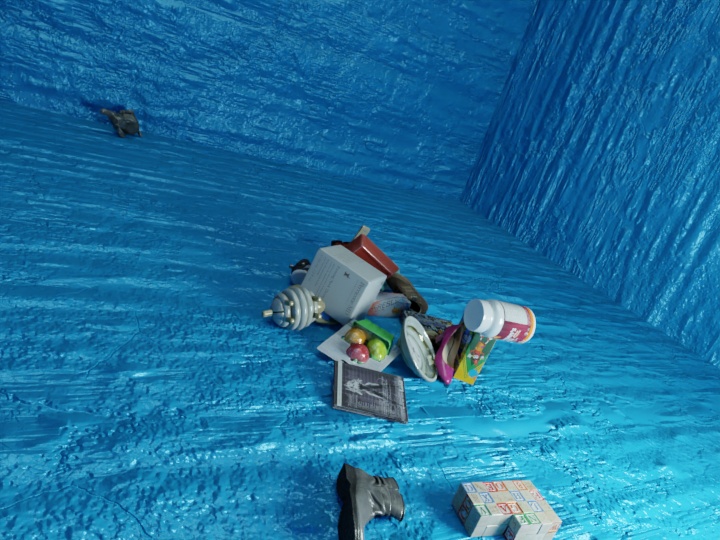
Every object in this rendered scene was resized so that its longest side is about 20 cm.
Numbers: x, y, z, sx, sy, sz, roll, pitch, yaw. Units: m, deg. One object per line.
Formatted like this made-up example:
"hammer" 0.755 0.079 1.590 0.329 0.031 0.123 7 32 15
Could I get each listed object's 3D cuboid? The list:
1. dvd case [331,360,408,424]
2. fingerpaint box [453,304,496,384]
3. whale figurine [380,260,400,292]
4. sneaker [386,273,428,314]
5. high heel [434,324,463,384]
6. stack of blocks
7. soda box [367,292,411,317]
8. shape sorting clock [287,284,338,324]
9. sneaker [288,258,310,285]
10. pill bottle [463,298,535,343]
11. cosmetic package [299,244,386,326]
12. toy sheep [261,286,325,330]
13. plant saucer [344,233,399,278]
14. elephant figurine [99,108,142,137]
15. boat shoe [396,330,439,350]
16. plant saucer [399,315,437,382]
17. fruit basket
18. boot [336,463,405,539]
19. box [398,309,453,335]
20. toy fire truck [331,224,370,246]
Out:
"dvd case" 0.024 0.310 1.409 0.197 0.016 0.150 16 34 -12
"fingerpaint box" 0.343 0.229 1.732 0.072 0.169 0.201 21 21 -4
"whale figurine" 0.083 0.017 2.119 0.157 0.105 0.200 24 23 11
"sneaker" 0.165 0.087 2.014 0.199 0.071 0.075 41 30 8
"high heel" 0.276 0.247 1.669 0.067 0.096 0.202 37 32 -29
"stack of blocks" 0.304 0.506 1.153 0.197 0.059 0.115 10 23 -26
"soda box" 0.076 0.117 1.919 0.197 0.065 0.068 5 24 -32
"shape sorting clock" -0.147 0.110 1.766 0.198 0.040 0.200 28 17 -9
"sneaker" -0.157 0.010 1.953 0.197 0.077 0.114 8 26 -23
"pill bottle" 0.404 0.145 1.605 0.197 0.111 0.110 12 21 -28
"cosmetic package" -0.055 0.043 1.747 0.198 0.169 0.166 33 16 16
"toy sheep" -0.192 0.110 1.599 0.197 0.140 0.138 -1 28 -33
"plant saucer" 0.000 0.000 1.876 0.199 0.199 0.037 41 25 -28
"elephant figurine" -1.228 -0.758 2.840 0.152 0.144 0.200 1 16 -6
"boat shoe" 0.196 0.231 1.738 0.198 0.073 0.072 8 21 -46
"plant saucer" 0.161 0.237 1.624 0.200 0.050 0.202 49 27 -34
"fruit basket" 0.001 0.228 1.571 0.183 0.095 0.200 28 38 21
"boot" 0.027 0.450 1.037 0.130 0.071 0.201 21 24 -13
"box" 0.241 0.201 1.894 0.197 0.040 0.137 14 22 -17
"toy fire truck" -0.006 -0.090 2.143 0.173 0.131 0.199 6 -10 -32
